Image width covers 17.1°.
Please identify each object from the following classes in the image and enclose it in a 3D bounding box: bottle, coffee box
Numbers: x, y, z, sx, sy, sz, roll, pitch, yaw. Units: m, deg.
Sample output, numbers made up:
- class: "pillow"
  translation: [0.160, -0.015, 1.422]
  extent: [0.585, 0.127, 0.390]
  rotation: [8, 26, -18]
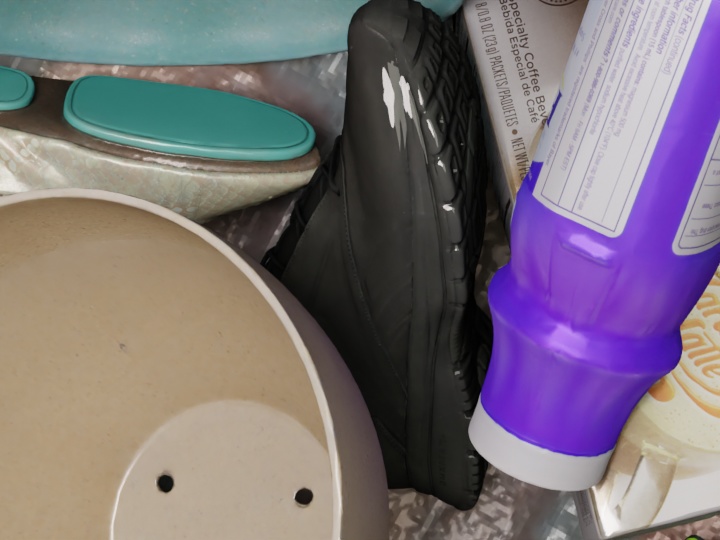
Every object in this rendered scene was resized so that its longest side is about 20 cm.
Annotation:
- class: "bottle"
  translation: [0.086, -0.028, 0.738]
  extent: [0.065, 0.084, 0.200]
  rotation: [25, 114, 15]
- class: "coffee box"
  translation: [0.110, -0.014, 0.839]
  extent: [0.114, 0.080, 0.200]
  rotation: [-13, 82, 0]

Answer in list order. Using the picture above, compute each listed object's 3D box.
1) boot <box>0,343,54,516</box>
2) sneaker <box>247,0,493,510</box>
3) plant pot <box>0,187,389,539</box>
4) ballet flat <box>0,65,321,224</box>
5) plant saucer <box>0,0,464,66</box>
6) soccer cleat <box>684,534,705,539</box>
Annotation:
- class: "boot"
  translation: [-0.219, 0.052, 0.847]
  extent: [0.200, 0.074, 0.155]
  rotation: [28, 93, 0]
- class: "sneaker"
  translation: [0.000, 0.000, 0.823]
  extent: [0.091, 0.076, 0.200]
  rotation: [3, 122, 9]
- class: "plant pot"
  translation: [-0.070, 0.084, 0.781]
  extent: [0.200, 0.134, 0.201]
  rotation: [-4, 79, 24]
- class: "ballet flat"
  translation: [-0.113, -0.040, 0.864]
  extent: [0.200, 0.067, 0.062]
  rotation: [11, 117, 1]
- class: "plant saucer"
  translation: [-0.065, -0.105, 0.790]
  extent: [0.200, 0.200, 0.036]
  rotation: [0, 83, -3]
- class: "soccer cleat"
  translation: [0.213, 0.103, 0.871]
  extent: [0.200, 0.068, 0.081]
  rotation: [-16, 78, -2]
